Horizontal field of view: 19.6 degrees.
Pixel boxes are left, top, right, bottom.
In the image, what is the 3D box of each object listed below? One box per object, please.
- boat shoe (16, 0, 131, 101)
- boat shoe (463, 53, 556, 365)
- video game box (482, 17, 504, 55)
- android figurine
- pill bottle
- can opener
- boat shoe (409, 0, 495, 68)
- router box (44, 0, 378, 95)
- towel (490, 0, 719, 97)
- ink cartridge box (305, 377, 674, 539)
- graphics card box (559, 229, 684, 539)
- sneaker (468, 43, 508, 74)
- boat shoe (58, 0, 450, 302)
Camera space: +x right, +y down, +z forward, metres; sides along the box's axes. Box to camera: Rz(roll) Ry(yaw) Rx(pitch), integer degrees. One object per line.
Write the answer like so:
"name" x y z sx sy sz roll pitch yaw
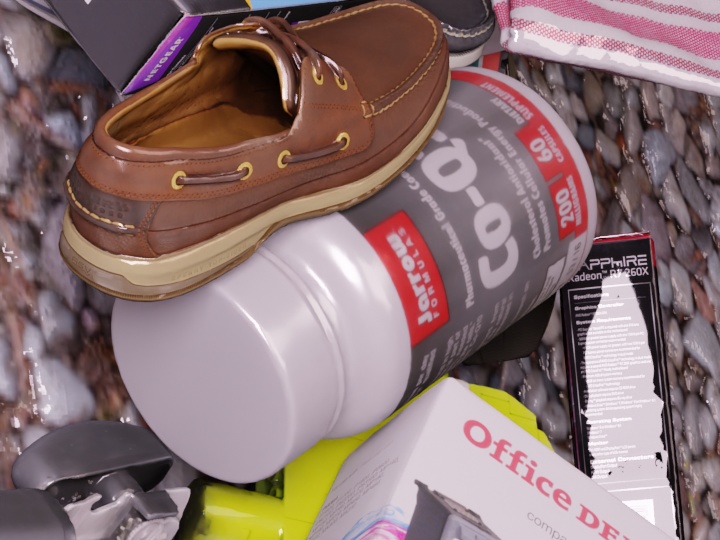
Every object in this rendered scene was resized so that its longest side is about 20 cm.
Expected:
"boat shoe" -0.079 -0.093 0.908 0.200 0.065 0.074 22 33 -28
"boat shoe" 0.064 -0.051 1.096 0.074 0.076 0.200 -8 91 -82
"video game box" 0.060 -0.194 1.034 0.200 0.047 0.182 -16 64 -21
"android figurine" 0.015 0.102 0.915 0.200 0.041 0.182 16 53 -25
"pill bottle" 0.000 0.000 0.870 0.200 0.114 0.114 -34 104 -42
"can opener" -0.138 0.097 0.767 0.066 0.053 0.200 46 23 24
"boat shoe" -0.008 -0.176 0.927 0.072 0.068 0.200 -34 84 -40
"router box" -0.099 -0.165 0.859 0.200 0.051 0.149 50 31 14
"towel" 0.124 -0.167 0.974 0.146 0.030 0.200 7 52 -17
"ink cartridge box" 0.037 0.163 0.800 0.148 0.086 0.200 37 47 -11
"graphics card box" 0.130 0.091 1.027 0.125 0.051 0.200 60 24 -78
"sneaker" 0.010 -0.035 1.024 0.070 0.093 0.200 72 32 -83
"boat shoe" -0.031 -0.061 0.794 0.200 0.072 0.068 -35 146 -39
